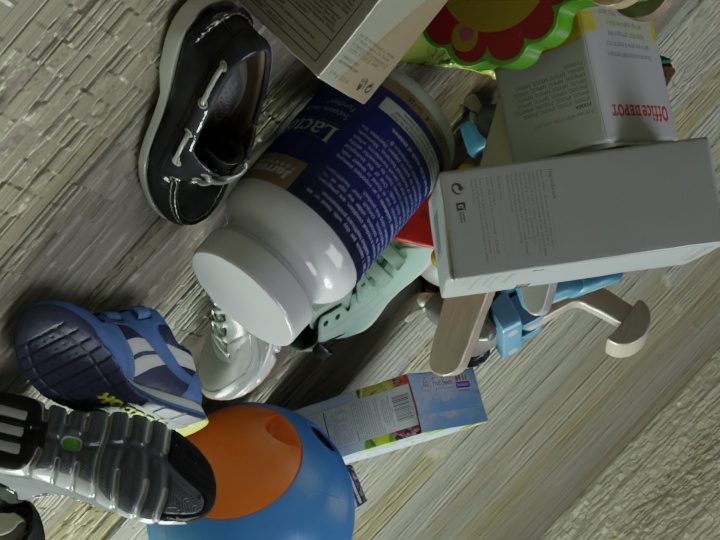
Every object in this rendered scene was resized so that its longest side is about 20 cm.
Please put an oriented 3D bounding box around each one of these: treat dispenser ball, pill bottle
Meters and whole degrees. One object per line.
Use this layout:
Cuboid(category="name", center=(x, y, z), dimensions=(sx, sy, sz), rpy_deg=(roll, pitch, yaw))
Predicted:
Cuboid(category="treat dispenser ball", center=(-0.103, 0.228, 1.221), dimensions=(0.200, 0.201, 0.202), rpy_deg=(-36, 156, -19))
Cuboid(category="pill bottle", center=(-0.027, -0.050, 0.946), dimensions=(0.201, 0.115, 0.116), rpy_deg=(-51, 162, -25))

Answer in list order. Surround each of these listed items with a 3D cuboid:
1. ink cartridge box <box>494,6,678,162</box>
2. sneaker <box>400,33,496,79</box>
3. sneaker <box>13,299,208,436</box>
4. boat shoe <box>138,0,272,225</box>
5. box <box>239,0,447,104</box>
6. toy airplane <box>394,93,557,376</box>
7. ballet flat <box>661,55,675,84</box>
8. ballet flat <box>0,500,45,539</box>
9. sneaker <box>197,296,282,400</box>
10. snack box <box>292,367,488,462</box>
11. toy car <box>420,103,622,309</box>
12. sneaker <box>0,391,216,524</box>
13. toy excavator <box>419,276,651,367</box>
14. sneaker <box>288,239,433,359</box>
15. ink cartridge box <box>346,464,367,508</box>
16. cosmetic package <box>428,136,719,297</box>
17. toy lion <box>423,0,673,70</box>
Cuboid(category="ink cartridge box", center=(0.161, -0.183, 0.978), dimensions=(0.083, 0.203, 0.144), rpy_deg=(-14, 177, 34))
Cuboid(category="sneaker", center=(0.083, -0.189, 1.002), dimensions=(0.199, 0.076, 0.076), rpy_deg=(-20, 148, -45))
Cuboid(category="sneaker", center=(-0.190, 0.063, 0.981), dimensions=(0.073, 0.083, 0.200), rpy_deg=(-18, 146, 19))
Cuboid(category="boat shoe", center=(-0.100, -0.094, 0.871), dimensions=(0.073, 0.060, 0.201), rpy_deg=(-28, 152, -37))
Cuboid(category="box", center=(0.022, -0.219, 0.829), dimensions=(0.200, 0.095, 0.078), rpy_deg=(-49, 157, 11))
Cuboid(category="toy airplane", center=(0.101, -0.039, 1.084), dimensions=(0.198, 0.201, 0.141), rpy_deg=(-30, 174, 19))
Cuboid(category="ballet flat", center=(0.267, -0.194, 1.313), dimensions=(0.199, 0.067, 0.073), rpy_deg=(-6, 115, -63))
Cuboid(category="ballet flat", center=(-0.336, 0.241, 1.038), dimensions=(0.199, 0.067, 0.069), rpy_deg=(-32, 147, -52))
Cuboid(category="sneaker", center=(-0.103, 0.021, 1.063), dimensions=(0.091, 0.076, 0.202), rpy_deg=(-1, 124, -49))
Cuboid(category="snack box", center=(0.010, 0.162, 1.367), dimensions=(0.198, 0.069, 0.168), rpy_deg=(-22, 168, 26))
Cuboid(category="toy car", center=(0.121, -0.041, 1.259), dimensions=(0.198, 0.187, 0.176), rpy_deg=(-24, 172, 35))
Cuboid(category="sneaker", center=(-0.213, 0.151, 0.987), dimensions=(0.115, 0.198, 0.076), rpy_deg=(-44, -151, 57))
Cuboid(category="toy excavator", center=(0.180, 0.031, 1.356), dimensions=(0.198, 0.196, 0.100), rpy_deg=(-26, 154, -5))
Cuboid(category="sneaker", center=(0.000, 0.001, 1.173), dimensions=(0.118, 0.074, 0.201), rpy_deg=(-25, 153, -51))
Cuboid(category="ink cartridge box", center=(-0.100, 0.288, 1.460), dimensions=(0.199, 0.051, 0.108), rpy_deg=(-28, -172, -33))
Cuboid(category="cosmetic package", center=(0.153, -0.037, 0.946), dimensions=(0.197, 0.083, 0.113), rpy_deg=(-7, 173, -1))
Cuboid(category="toy lion", center=(0.116, -0.241, 0.882), dimensions=(0.068, 0.189, 0.204), rpy_deg=(-2, 93, -57))
